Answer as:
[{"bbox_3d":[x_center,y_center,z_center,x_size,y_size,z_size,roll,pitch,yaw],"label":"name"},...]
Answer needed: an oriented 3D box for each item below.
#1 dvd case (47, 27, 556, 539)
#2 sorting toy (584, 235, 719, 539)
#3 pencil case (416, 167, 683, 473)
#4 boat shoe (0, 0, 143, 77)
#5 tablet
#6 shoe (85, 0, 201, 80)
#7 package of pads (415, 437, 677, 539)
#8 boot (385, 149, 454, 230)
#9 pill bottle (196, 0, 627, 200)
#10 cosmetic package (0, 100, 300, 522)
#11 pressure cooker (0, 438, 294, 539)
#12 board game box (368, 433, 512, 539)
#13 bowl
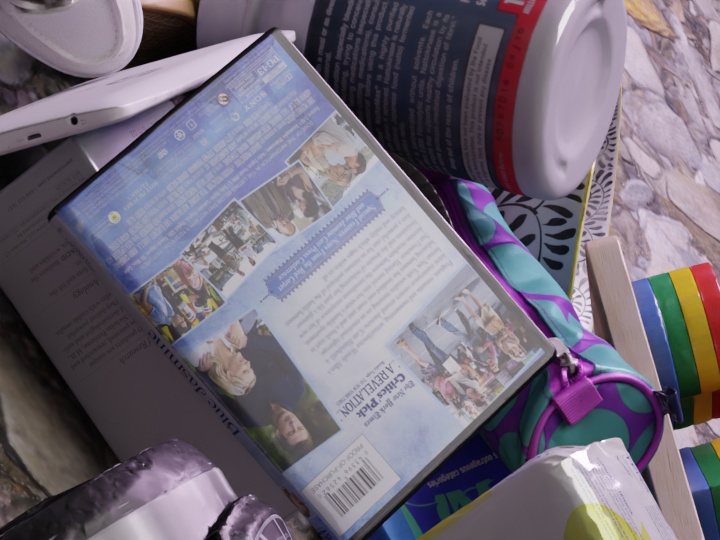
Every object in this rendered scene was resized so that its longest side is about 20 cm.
[{"bbox_3d":[-0.023,0.007,1.239,0.143,0.018,0.200,-42,91,-24],"label":"dvd case"},{"bbox_3d":[0.185,0.097,1.533,0.199,0.069,0.201,69,7,-71],"label":"sorting toy"},{"bbox_3d":[0.075,0.034,1.391,0.200,0.085,0.093,-128,-156,-47],"label":"pencil case"},{"bbox_3d":[-0.156,-0.148,1.285,0.200,0.071,0.070,59,3,-46],"label":"boat shoe"},{"bbox_3d":[-0.122,-0.080,1.305,0.200,0.130,0.014,-35,110,-63],"label":"tablet"},{"bbox_3d":[-0.107,-0.133,1.459,0.054,0.070,0.200,62,19,15],"label":"shoe"},{"bbox_3d":[0.068,0.182,1.225,0.068,0.200,0.155,-8,65,-55],"label":"package of pads"},{"bbox_3d":[0.000,0.000,1.374,0.200,0.077,0.139,52,-12,37],"label":"boot"},{"bbox_3d":[0.024,-0.114,1.411,0.199,0.120,0.120,15,16,22],"label":"pill bottle"},{"bbox_3d":[-0.082,0.029,1.292,0.200,0.081,0.113,53,25,0],"label":"cosmetic package"},{"bbox_3d":[-0.080,0.184,1.015,0.176,0.179,0.200,-29,83,-33],"label":"pressure cooker"},{"bbox_3d":[0.090,0.178,1.387,0.152,0.045,0.200,-21,76,-41],"label":"board game box"},{"bbox_3d":[0.087,-0.017,1.572,0.201,0.094,0.202,8,90,-81],"label":"bowl"}]
